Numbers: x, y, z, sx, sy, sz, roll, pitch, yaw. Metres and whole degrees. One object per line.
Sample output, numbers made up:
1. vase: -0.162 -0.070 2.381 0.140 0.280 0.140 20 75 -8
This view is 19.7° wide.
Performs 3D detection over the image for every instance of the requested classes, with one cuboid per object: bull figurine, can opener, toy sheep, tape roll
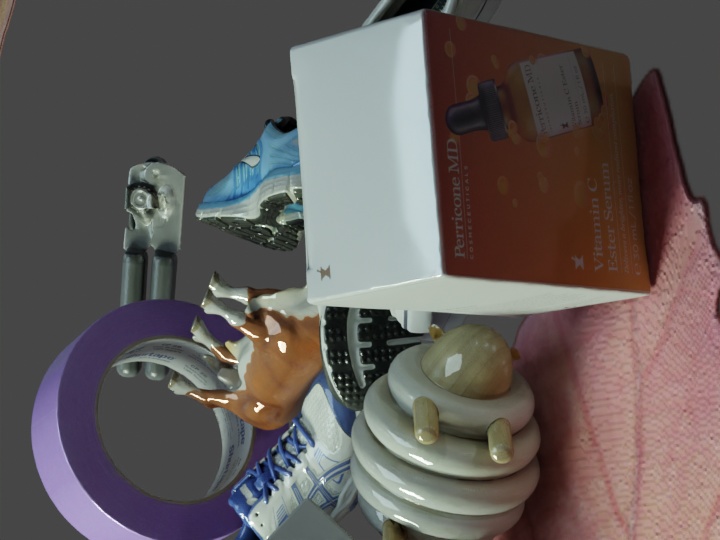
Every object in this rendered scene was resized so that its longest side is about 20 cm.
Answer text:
1. bull figurine: -0.069 0.053 1.588 0.200 0.121 0.065 117 174 -46
2. can opener: -0.190 -0.003 1.901 0.067 0.053 0.201 -61 -24 -81
3. toy sheep: 0.053 0.123 1.335 0.138 0.137 0.201 51 130 50
4. tape roll: -0.160 0.128 1.661 0.066 0.199 0.201 -34 59 57

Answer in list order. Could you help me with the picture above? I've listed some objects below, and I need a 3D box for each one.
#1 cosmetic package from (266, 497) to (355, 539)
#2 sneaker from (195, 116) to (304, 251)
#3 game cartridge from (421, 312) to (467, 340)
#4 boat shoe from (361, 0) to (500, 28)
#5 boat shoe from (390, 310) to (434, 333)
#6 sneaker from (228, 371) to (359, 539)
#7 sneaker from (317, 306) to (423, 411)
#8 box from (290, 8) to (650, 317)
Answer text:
1. cosmetic package: 0.013 0.249 1.334 0.200 0.090 0.107 38 167 20
2. sneaker: -0.062 -0.073 1.643 0.200 0.078 0.091 -16 57 58
3. game cartridge: 0.057 -0.061 1.434 0.133 0.041 0.201 47 130 47
4. boat shoe: 0.019 -0.130 1.356 0.072 0.066 0.200 45 107 23
5. boat shoe: 0.010 -0.035 1.336 0.201 0.065 0.072 76 -168 -49
6. sneaker: -0.052 0.166 1.578 0.075 0.088 0.201 48 129 54
7. sneaker: 0.000 0.000 1.446 0.080 0.073 0.201 145 127 -70
8. box: 0.067 -0.056 1.216 0.106 0.199 0.153 -11 80 41
